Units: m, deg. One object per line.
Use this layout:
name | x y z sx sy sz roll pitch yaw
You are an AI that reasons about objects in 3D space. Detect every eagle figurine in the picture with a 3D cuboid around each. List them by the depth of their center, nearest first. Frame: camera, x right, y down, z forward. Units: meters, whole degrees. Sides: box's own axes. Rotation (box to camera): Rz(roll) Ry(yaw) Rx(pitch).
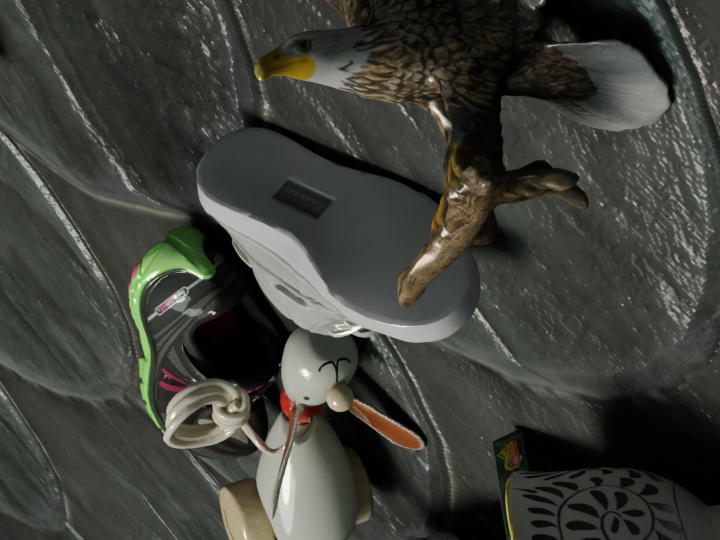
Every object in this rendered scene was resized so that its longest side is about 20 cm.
eagle figurine | 0.014 -0.108 0.913 0.151 0.151 0.201 -30 71 27

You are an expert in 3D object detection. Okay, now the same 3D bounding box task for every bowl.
bowl | 0.155 0.171 1.102 0.202 0.094 0.201 58 -166 -24

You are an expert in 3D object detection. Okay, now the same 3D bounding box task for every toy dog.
toy dog | -0.026 0.124 1.357 0.097 0.131 0.200 57 176 30

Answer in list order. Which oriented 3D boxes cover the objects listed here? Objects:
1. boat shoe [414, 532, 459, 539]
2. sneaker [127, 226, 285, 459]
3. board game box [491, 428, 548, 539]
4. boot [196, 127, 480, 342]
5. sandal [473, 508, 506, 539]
boat shoe | 0.043 0.198 1.334 0.200 0.066 0.074 165 94 -81
sneaker | -0.088 0.061 1.394 0.084 0.077 0.201 35 157 30
board game box | 0.107 0.175 1.171 0.105 0.023 0.200 55 -166 -25
boot | 0.000 0.000 1.166 0.200 0.074 0.096 35 163 42
sandal | 0.105 0.234 1.312 0.201 0.045 0.075 61 162 18
